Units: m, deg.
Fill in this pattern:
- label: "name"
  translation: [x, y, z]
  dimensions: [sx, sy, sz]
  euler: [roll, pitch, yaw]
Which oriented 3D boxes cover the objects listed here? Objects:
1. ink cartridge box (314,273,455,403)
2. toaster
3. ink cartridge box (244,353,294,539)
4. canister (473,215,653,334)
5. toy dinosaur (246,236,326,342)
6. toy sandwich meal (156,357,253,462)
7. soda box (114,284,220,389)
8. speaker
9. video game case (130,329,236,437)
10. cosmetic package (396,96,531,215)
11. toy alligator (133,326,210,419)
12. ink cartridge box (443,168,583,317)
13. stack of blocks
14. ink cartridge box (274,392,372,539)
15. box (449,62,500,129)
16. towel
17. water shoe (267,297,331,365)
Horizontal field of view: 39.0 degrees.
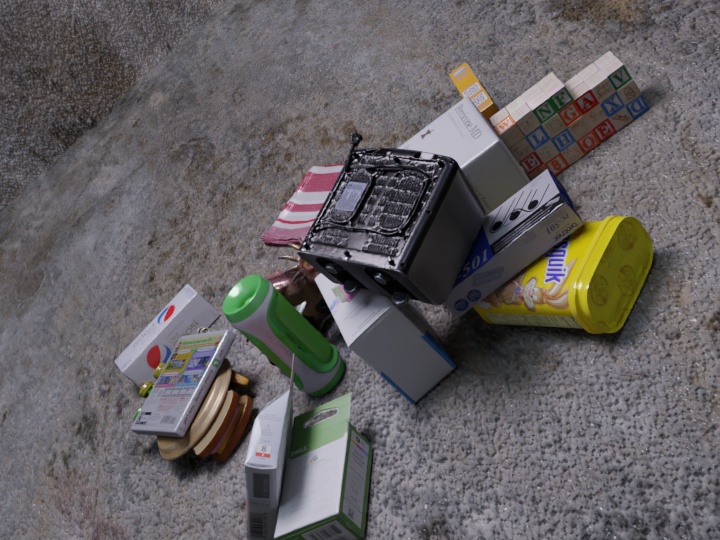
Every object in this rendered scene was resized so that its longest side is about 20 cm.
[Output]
- label: "ink cartridge box"
  translation: [0.031, 0.069, 1.409]
  dimensions: [0.085, 0.144, 0.200]
  euler: [-42, 30, 8]
- label: "toaster"
  translation: [0.043, -0.063, 1.299]
  dimensions: [0.180, 0.119, 0.201]
  euler: [11, 65, 38]
- label: "ink cartridge box"
  translation: [-0.121, 0.235, 1.373]
  dimensions: [0.050, 0.163, 0.201]
  euler: [3, 41, -1]
- label: "canister"
  translation: [0.250, 0.005, 1.290]
  dimensions: [0.199, 0.087, 0.149]
  euler: [-1, 51, 52]
- label: "toy dinosaur"
  translation: [-0.108, 0.023, 1.532]
  dimensions: [0.199, 0.136, 0.086]
  euler: [-29, 56, 3]
- label: "toy sandwich meal"
  translation: [-0.247, 0.229, 1.625]
  dimensions: [0.205, 0.070, 0.206]
  euler: [-42, 27, 26]
- label: "soda box"
  translation: [-0.357, 0.125, 1.880]
  dimensions: [0.200, 0.068, 0.064]
  euler: [-47, 30, -8]
- label: "speaker"
  translation: [-0.110, 0.097, 1.486]
  dimensions: [0.088, 0.200, 0.089]
  euler: [-30, 32, 21]
- label: "video game case"
  translation: [-0.289, 0.184, 1.649]
  dimensions: [0.199, 0.022, 0.183]
  euler: [-12, 47, 58]
- label: "cosmetic package"
  translation: [0.140, -0.109, 1.483]
  dimensions: [0.199, 0.165, 0.165]
  euler: [-37, 32, 10]
- label: "toy alligator"
  translation: [-0.325, 0.187, 1.784]
  dimensions: [0.201, 0.059, 0.054]
  euler: [-53, -9, -17]
- label: "ink cartridge box"
  translation: [0.182, -0.035, 1.297]
  dimensions: [0.200, 0.044, 0.094]
  euler: [-38, 28, 18]
- label: "stack of blocks"
  translation: [0.305, -0.231, 1.492]
  dimensions: [0.199, 0.115, 0.059]
  euler: [-35, 31, 12]
- label: "ink cartridge box"
  translation: [-0.044, 0.267, 1.333]
  dimensions: [0.103, 0.059, 0.201]
  euler: [-27, 33, 25]
- label: "box"
  translation: [0.205, -0.257, 1.642]
  dimensions: [0.041, 0.119, 0.201]
  euler: [-34, 31, 14]
- label: "towel"
  translation: [-0.095, -0.128, 1.936]
  dimensions: [0.143, 0.023, 0.201]
  euler: [2, 52, 50]
- label: "water shoe"
  translation: [-0.091, 0.065, 1.636]
  dimensions: [0.079, 0.072, 0.201]
  euler: [-7, 45, 49]
